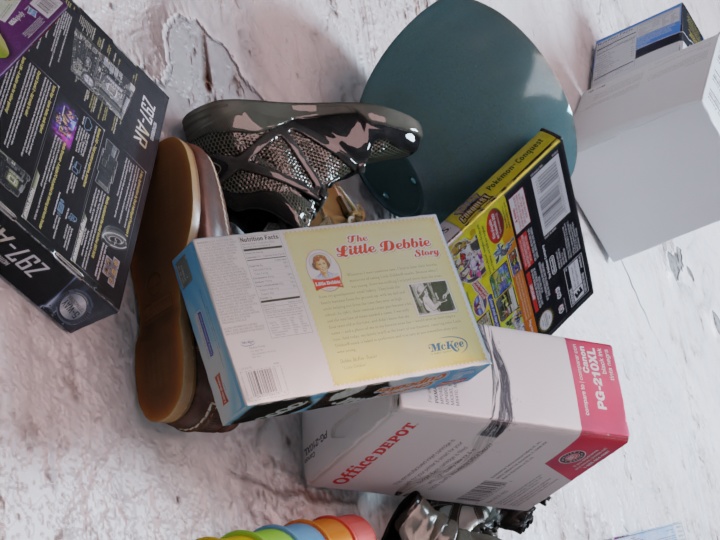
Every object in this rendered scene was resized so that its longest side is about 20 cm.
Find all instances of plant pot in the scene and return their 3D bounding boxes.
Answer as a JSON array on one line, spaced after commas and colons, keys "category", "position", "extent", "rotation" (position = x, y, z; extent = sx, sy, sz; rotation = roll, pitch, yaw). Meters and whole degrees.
[{"category": "plant pot", "position": [0.071, -0.117, 1.422], "extent": [0.135, 0.200, 0.201], "rotation": [-36, 105, -26]}]

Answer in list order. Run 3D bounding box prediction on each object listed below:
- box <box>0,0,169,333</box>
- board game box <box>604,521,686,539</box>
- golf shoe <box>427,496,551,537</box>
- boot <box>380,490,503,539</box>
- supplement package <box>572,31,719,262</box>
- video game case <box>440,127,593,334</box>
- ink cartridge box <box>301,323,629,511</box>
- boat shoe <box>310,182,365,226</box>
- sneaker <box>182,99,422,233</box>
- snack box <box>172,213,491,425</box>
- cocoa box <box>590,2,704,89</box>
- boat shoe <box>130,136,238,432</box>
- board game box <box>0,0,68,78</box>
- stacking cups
[{"category": "box", "position": [-0.202, -0.087, 1.039], "extent": [0.160, 0.043, 0.201], "rotation": [45, 35, -36]}, {"category": "board game box", "position": [0.297, 0.357, 1.609], "extent": [0.200, 0.041, 0.201], "rotation": [7, 65, -59]}, {"category": "golf shoe", "position": [0.075, 0.197, 1.315], "extent": [0.094, 0.078, 0.200], "rotation": [31, 43, 22]}, {"category": "boot", "position": [0.051, 0.273, 1.189], "extent": [0.130, 0.068, 0.201], "rotation": [24, 64, -17]}, {"category": "supplement package", "position": [0.358, -0.145, 1.908], "extent": [0.147, 0.190, 0.200], "rotation": [57, 30, -18]}, {"category": "video game case", "position": [0.120, 0.007, 1.381], "extent": [0.181, 0.025, 0.201], "rotation": [-43, 140, -21]}, {"category": "ink cartridge box", "position": [0.073, 0.107, 1.206], "extent": [0.199, 0.145, 0.085], "rotation": [10, 57, -27]}, {"category": "boat shoe", "position": [0.000, 0.000, 1.313], "extent": [0.073, 0.062, 0.201], "rotation": [-28, 95, -61]}, {"category": "sneaker", "position": [-0.037, -0.070, 1.245], "extent": [0.198, 0.076, 0.115], "rotation": [-5, 81, -35]}, {"category": "snack box", "position": [-0.016, 0.028, 1.077], "extent": [0.199, 0.037, 0.117], "rotation": [-7, 69, -35]}, {"category": "cocoa box", "position": [0.399, -0.212, 2.086], "extent": [0.200, 0.133, 0.132], "rotation": [52, 32, -28]}, {"category": "boat shoe", "position": [-0.113, 0.012, 1.100], "extent": [0.070, 0.070, 0.201], "rotation": [15, 67, -42]}, {"category": "board game box", "position": [-0.262, -0.139, 0.933], "extent": [0.120, 0.032, 0.200], "rotation": [44, 39, -12]}, {"category": "stacking cups", "position": [-0.045, 0.197, 1.099], "extent": [0.200, 0.060, 0.061], "rotation": [2, 69, -60]}]
